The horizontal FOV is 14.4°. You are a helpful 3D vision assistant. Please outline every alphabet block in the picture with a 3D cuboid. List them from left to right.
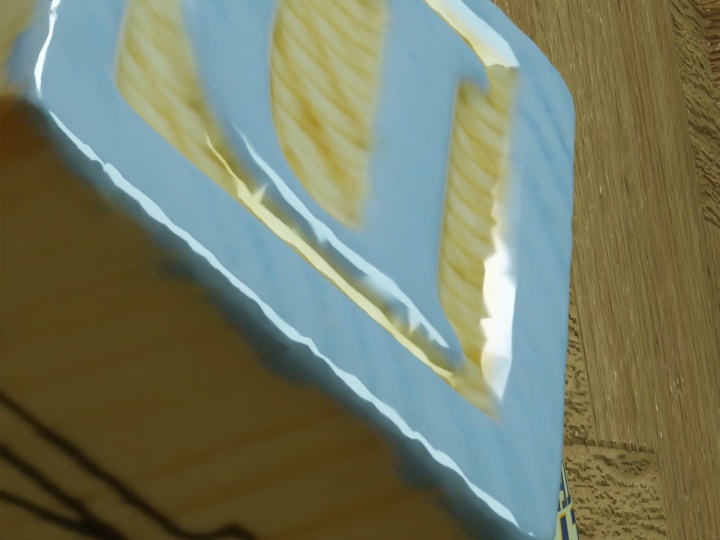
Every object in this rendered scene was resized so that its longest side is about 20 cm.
[{"bbox_3d":[-0.076,-0.002,0.778,0.196,0.199,0.196,43,34,-27],"label":"alphabet block"}]

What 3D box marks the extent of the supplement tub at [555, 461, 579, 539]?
[{"bbox_3d":[0.034,0.156,1.292,0.145,0.144,0.202,-26,105,-74],"label":"supplement tub"}]
